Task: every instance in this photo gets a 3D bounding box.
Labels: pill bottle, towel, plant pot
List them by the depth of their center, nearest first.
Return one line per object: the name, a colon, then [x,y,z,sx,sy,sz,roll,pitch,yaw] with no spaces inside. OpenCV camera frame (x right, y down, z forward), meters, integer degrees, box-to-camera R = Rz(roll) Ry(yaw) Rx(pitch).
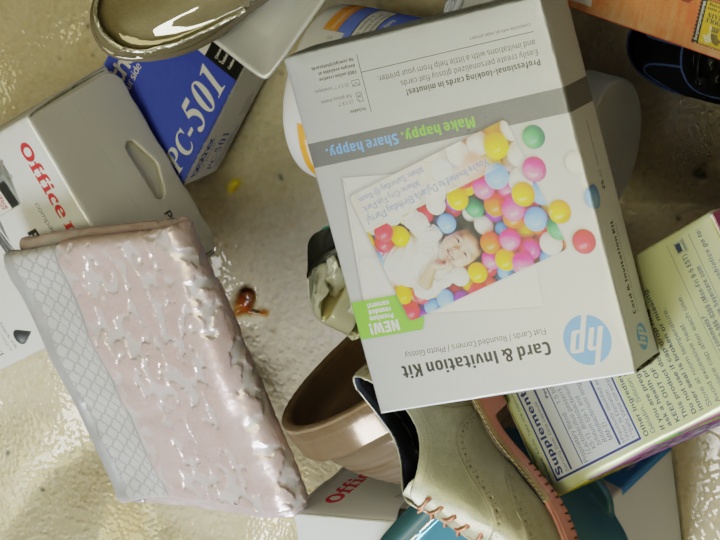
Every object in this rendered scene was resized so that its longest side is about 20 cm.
pill bottle: [0.063,-0.092,1.635,0.199,0.112,0.113,14,114,28]
plant pot: [0.057,0.068,1.653,0.201,0.201,0.093,-31,103,36]
towel: [-0.131,0.064,1.709,0.191,0.032,0.201,-4,115,49]

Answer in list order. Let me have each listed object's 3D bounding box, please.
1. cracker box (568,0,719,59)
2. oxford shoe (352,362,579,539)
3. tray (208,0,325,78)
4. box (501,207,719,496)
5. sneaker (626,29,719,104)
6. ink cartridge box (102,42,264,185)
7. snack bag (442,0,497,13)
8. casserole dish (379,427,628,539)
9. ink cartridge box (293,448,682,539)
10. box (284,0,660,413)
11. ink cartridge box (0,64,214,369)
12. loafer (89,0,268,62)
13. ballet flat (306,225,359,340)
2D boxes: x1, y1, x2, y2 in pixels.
cracker box: [0.188,-0.175,1.472,0.134,0.200,0.058,22,116,23]
oxford shoe: [0.062,0.129,1.496,0.200,0.074,0.071,60,155,17]
tray: [-0.037,-0.226,1.666,0.107,0.022,0.200,37,96,15]
box: [0.202,0.028,1.485,0.200,0.176,0.097,-32,80,47]
sneaker: [0.235,-0.121,1.538,0.199,0.078,0.070,6,110,30]
ink cartridge box: [-0.098,-0.162,1.754,0.094,0.044,0.200,40,123,16]
snack bag: [0.069,-0.198,1.522,0.021,0.201,0.189,16,163,-7]
casserole dish: [0.072,0.180,1.592,0.121,0.039,0.200,47,128,7]
ink cartridge box: [0.082,0.165,1.695,0.199,0.145,0.084,2,111,32]
box: [0.058,-0.035,1.415,0.155,0.041,0.201,-10,100,29]
ink cartridge box: [-0.212,-0.031,1.819,0.200,0.083,0.147,-25,98,49]
loafer: [-0.081,-0.189,1.629,0.199,0.067,0.076,-26,79,13]
ballet flat: [0.000,0.000,1.677,0.068,0.069,0.200,28,160,-6]
